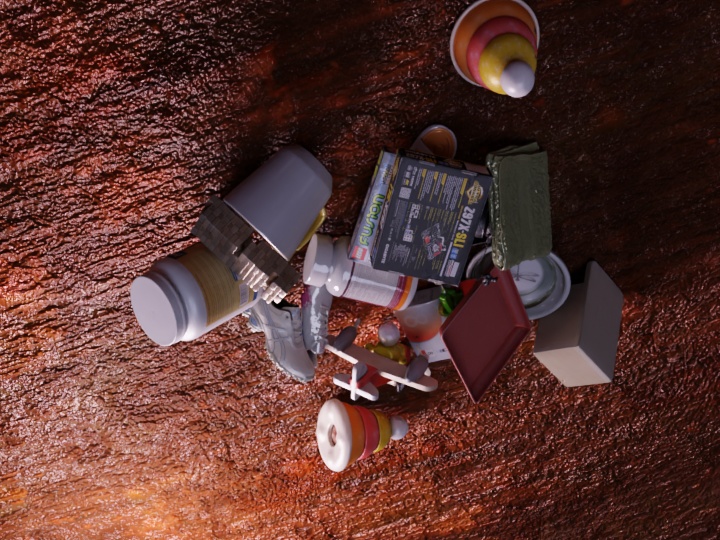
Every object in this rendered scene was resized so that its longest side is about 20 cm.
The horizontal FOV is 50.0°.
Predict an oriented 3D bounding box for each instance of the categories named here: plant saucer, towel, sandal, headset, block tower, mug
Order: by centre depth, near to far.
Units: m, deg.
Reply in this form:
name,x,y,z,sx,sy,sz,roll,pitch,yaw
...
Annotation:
name,x,y,z,sx,sy,sz,roll,pitch,yaw
block tower,-0.195,-0.031,1.296,0.200,0.058,0.054,44,134,-5
mug,-0.127,-0.123,1.303,0.149,0.187,0.154,41,85,-3
towel,0.272,-0.112,1.324,0.146,0.036,0.205,-15,101,-36
sandal,0.100,-0.153,1.342,0.078,0.060,0.208,24,120,-22
headset,0.194,-0.075,1.350,0.121,0.094,0.204,-17,94,10
plant saucer,0.228,0.109,1.436,0.200,0.036,0.201,-47,130,-21
plant saucer,0.299,0.009,1.468,0.195,0.051,0.203,8,135,8

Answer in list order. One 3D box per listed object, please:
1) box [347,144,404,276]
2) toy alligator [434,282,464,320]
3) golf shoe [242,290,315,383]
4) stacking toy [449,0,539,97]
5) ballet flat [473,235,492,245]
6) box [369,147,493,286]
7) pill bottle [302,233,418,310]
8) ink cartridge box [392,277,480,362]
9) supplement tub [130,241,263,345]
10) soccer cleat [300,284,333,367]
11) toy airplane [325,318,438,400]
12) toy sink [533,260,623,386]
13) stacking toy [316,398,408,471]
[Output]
name,x,y,z,sx,sy,sz,roll,pitch,yaw
box,0.057,-0.098,1.309,0.108,0.035,0.204,14,114,-10
toy alligator,0.179,0.062,1.444,0.054,0.059,0.202,-46,129,-26
golf shoe,-0.139,0.114,1.451,0.097,0.078,0.201,-41,83,23
stacking toy,0.217,-0.309,1.152,0.142,0.202,0.149,-2,128,-3
ballet flat,0.189,-0.065,1.417,0.196,0.057,0.067,-18,125,8
box,0.113,-0.085,1.273,0.156,0.050,0.204,9,115,-11
pill bottle,0.000,0.000,1.412,0.196,0.111,0.111,13,124,-16
ink cartridge box,0.182,0.102,1.517,0.196,0.051,0.164,-11,129,25
supplement tub,-0.279,0.031,1.332,0.143,0.199,0.148,19,123,33
soccer cleat,-0.083,0.104,1.489,0.069,0.087,0.203,-10,136,-32
toy airplane,0.035,0.170,1.495,0.196,0.199,0.144,12,101,-18
toy sink,0.426,0.104,1.516,0.111,0.203,0.130,-15,135,44
stacking toy,0.015,0.349,1.672,0.196,0.147,0.148,2,129,-29
